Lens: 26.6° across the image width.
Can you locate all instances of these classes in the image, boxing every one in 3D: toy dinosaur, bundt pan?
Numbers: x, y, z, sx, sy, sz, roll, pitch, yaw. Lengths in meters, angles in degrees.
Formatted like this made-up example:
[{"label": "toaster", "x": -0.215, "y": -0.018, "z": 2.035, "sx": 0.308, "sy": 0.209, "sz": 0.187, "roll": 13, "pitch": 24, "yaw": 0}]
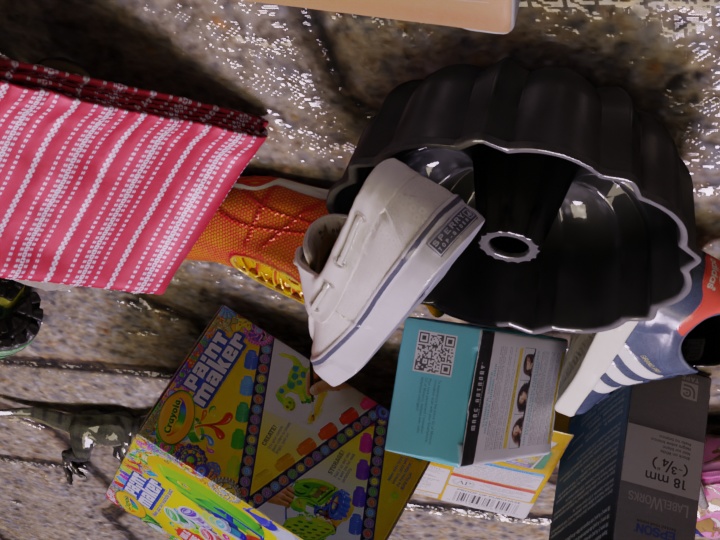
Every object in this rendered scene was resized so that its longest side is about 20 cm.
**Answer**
[{"label": "toy dinosaur", "x": -0.245, "y": 0.156, "z": 1.394, "sx": 0.200, "sy": 0.047, "sz": 0.088, "roll": 4, "pitch": 137, "yaw": 18}, {"label": "bundt pan", "x": 0.085, "y": -0.044, "z": 0.824, "sx": 0.202, "sy": 0.076, "sz": 0.202, "roll": 10, "pitch": 153, "yaw": 5}]

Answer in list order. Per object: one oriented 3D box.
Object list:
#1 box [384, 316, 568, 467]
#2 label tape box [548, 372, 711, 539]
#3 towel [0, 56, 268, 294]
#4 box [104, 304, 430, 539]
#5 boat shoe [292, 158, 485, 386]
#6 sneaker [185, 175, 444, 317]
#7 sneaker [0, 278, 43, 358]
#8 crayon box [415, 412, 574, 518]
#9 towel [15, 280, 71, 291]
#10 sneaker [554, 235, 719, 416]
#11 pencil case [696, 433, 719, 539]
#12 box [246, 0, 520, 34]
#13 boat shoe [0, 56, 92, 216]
[{"label": "box", "x": 0.078, "y": 0.077, "z": 0.965, "sx": 0.049, "sy": 0.082, "sz": 0.200, "roll": 9, "pitch": 179, "yaw": 23}, {"label": "label tape box", "x": 0.182, "y": 0.181, "z": 1.076, "sx": 0.063, "sy": 0.200, "sz": 0.144, "roll": 16, "pitch": 153, "yaw": -6}, {"label": "towel", "x": -0.159, "y": -0.044, "z": 0.845, "sx": 0.200, "sy": 0.022, "sz": 0.145, "roll": 8, "pitch": 130, "yaw": -43}, {"label": "box", "x": -0.074, "y": 0.154, "z": 1.170, "sx": 0.193, "sy": 0.122, "sz": 0.200, "roll": 33, "pitch": 154, "yaw": -1}, {"label": "boat shoe", "x": 0.000, "y": 0.000, "z": 0.807, "sx": 0.070, "sy": 0.071, "sz": 0.200, "roll": 42, "pitch": 156, "yaw": 4}, {"label": "sneaker", "x": -0.036, "y": -0.011, "z": 0.943, "sx": 0.200, "sy": 0.077, "sz": 0.073, "roll": 5, "pitch": 154, "yaw": 20}, {"label": "sneaker", "x": -0.347, "y": 0.029, "z": 1.158, "sx": 0.200, "sy": 0.078, "sz": 0.085, "roll": 19, "pitch": 153, "yaw": -13}, {"label": "crayon box", "x": 0.089, "y": 0.127, "z": 1.178, "sx": 0.126, "sy": 0.052, "sz": 0.200, "roll": 13, "pitch": 154, "yaw": 1}, {"label": "towel", "x": -0.263, "y": -0.050, "z": 1.018, "sx": 0.200, "sy": 0.035, "sz": 0.133, "roll": 26, "pitch": 149, "yaw": -21}, {"label": "sneaker", "x": 0.181, "y": 0.047, "z": 0.958, "sx": 0.084, "sy": 0.075, "sz": 0.200, "roll": 15, "pitch": 154, "yaw": -1}, {"label": "pencil case", "x": 0.319, "y": 0.142, "z": 1.073, "sx": 0.200, "sy": 0.087, "sz": 0.083, "roll": -16, "pitch": 110, "yaw": 43}, {"label": "box", "x": -0.010, "y": -0.194, "z": 0.548, "sx": 0.152, "sy": 0.106, "sz": 0.200, "roll": 8, "pitch": 153, "yaw": 10}, {"label": "boat shoe", "x": -0.175, "y": -0.084, "z": 0.862, "sx": 0.072, "sy": 0.072, "sz": 0.200, "roll": -40, "pitch": 149, "yaw": 18}]
